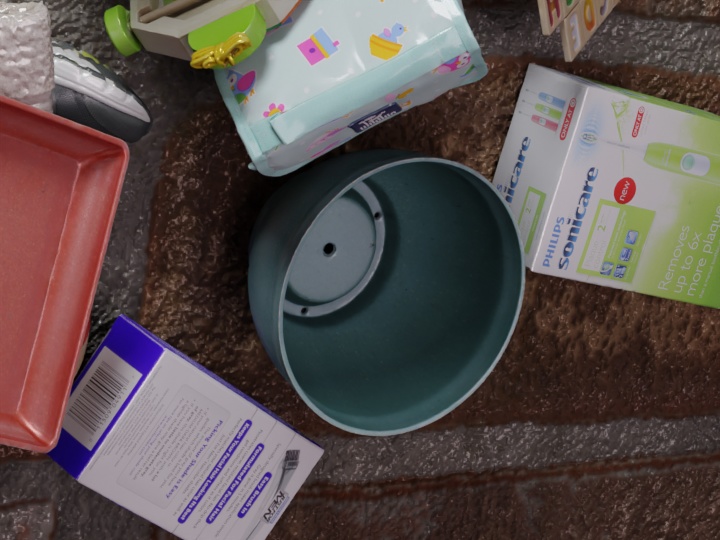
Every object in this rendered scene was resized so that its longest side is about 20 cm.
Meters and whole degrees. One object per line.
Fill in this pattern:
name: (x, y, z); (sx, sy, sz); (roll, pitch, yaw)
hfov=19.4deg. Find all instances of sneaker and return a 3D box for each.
sneaker: (-0.233, -0.114, 1.370); (0.199, 0.074, 0.085); (19, 103, -26)

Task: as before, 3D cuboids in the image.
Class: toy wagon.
toy wagon: (-0.089, -0.185, 1.344); (0.154, 0.201, 0.040); (-23, 133, 14)

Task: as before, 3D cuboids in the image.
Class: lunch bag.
lunch bag: (-0.012, -0.150, 1.377); (0.169, 0.200, 0.122); (-25, 121, 5)

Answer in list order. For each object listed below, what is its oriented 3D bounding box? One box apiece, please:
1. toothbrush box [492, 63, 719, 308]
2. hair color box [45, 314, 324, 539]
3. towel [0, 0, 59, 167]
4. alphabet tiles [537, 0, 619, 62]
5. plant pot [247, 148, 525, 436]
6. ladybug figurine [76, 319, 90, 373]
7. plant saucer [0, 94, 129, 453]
toothbrush box: (0.207, -0.063, 1.641); (0.199, 0.086, 0.147); (12, 101, -32)
hair color box: (-0.125, 0.125, 1.495); (0.110, 0.065, 0.200); (-55, 136, -3)
towel: (-0.285, -0.099, 1.298); (0.198, 0.035, 0.133); (-4, 123, -8)
alphabet tiles: (0.159, -0.254, 1.520); (0.200, 0.007, 0.168); (-50, 136, -52)
plant pot: (0.000, 0.000, 1.506); (0.199, 0.134, 0.202); (-11, 112, -27)
ladybug figurine: (-0.243, 0.013, 1.400); (0.135, 0.072, 0.201); (-30, 120, -19)
plant saucer: (-0.243, -0.007, 1.257); (0.199, 0.037, 0.202); (19, 82, -45)
